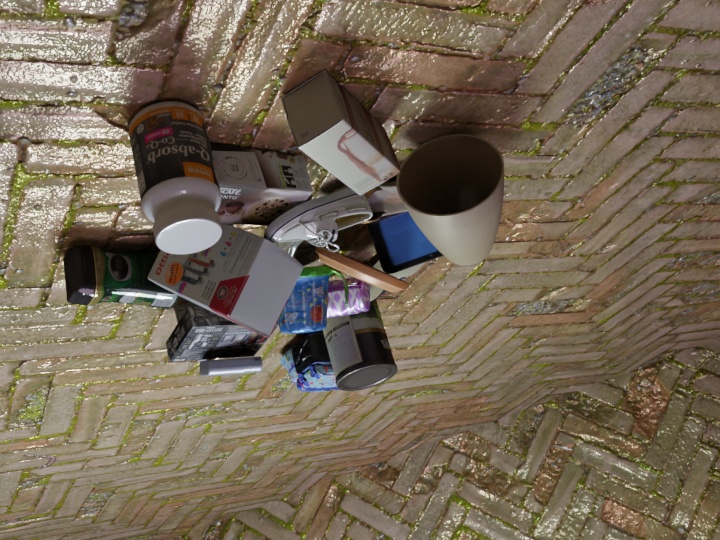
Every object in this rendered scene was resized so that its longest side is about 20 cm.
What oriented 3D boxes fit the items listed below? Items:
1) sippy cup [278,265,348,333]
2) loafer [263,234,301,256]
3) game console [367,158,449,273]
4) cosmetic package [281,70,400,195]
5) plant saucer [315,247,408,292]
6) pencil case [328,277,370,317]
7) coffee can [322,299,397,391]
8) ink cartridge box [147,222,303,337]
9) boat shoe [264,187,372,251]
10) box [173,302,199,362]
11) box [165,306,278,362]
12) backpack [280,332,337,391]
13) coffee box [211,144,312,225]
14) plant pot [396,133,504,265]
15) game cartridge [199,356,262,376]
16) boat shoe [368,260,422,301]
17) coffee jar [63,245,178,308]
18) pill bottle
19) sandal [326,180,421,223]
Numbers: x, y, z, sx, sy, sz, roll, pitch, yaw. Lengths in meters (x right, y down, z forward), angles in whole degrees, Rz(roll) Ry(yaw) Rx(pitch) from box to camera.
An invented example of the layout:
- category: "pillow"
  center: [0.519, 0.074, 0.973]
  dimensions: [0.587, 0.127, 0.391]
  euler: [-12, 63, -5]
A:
- category: "sippy cup"
  center: [-0.122, 0.060, 1.685]
  dimensions: [0.177, 0.132, 0.139]
  euler: [-4, 180, 36]
- category: "loafer"
  center: [-0.153, -0.064, 1.558]
  dimensions: [0.069, 0.076, 0.200]
  euler: [11, 139, -25]
- category: "game console"
  center: [0.108, -0.104, 1.567]
  dimensions: [0.198, 0.120, 0.173]
  euler: [-20, 154, 5]
- category: "cosmetic package"
  center: [-0.026, -0.211, 1.296]
  dimensions: [0.087, 0.104, 0.200]
  euler: [-28, 154, 19]
- category: "plant saucer"
  center: [0.000, 0.000, 1.651]
  dimensions: [0.200, 0.199, 0.033]
  euler: [21, 93, -51]
- category: "pencil case"
  center: [-0.073, 0.059, 1.782]
  dimensions: [0.198, 0.085, 0.086]
  euler: [-10, 155, 13]
- category: "coffee can"
  center: [-0.010, 0.158, 1.917]
  dimensions: [0.145, 0.201, 0.147]
  euler: [-14, 155, -7]
- category: "ink cartridge box"
  center: [-0.235, 0.002, 1.436]
  dimensions: [0.199, 0.146, 0.145]
  euler: [20, 171, 30]
- category: "boat shoe"
  center: [-0.063, -0.072, 1.410]
  dimensions: [0.201, 0.086, 0.075]
  euler: [-23, 164, -31]
- category: "box"
  center: [-0.331, 0.130, 1.830]
  dimensions: [0.116, 0.061, 0.200]
  euler: [-15, 154, -6]
- category: "box"
  center: [-0.289, 0.132, 1.732]
  dimensions: [0.199, 0.050, 0.158]
  euler: [-1, 149, -32]
- category: "backpack"
  center: [-0.104, 0.241, 2.106]
  dimensions: [0.181, 0.136, 0.200]
  euler: [5, 149, -36]
- category: "coffee box"
  center: [-0.195, -0.138, 1.360]
  dimensions: [0.199, 0.080, 0.113]
  euler: [2, 149, -35]
- category: "plant pot"
  center: [0.176, -0.104, 1.473]
  dimensions: [0.186, 0.188, 0.201]
  euler: [-19, 139, 4]
- category: "game cartridge"
  center: [-0.287, 0.211, 1.817]
  dimensions: [0.132, 0.041, 0.200]
  euler: [1, 173, -10]
- category: "boat shoe"
  center: [0.073, -0.007, 1.807]
  dimensions: [0.201, 0.074, 0.063]
  euler: [-39, 178, 24]
- category: "coffee jar"
  center: [-0.431, 0.012, 1.488]
  dimensions: [0.199, 0.105, 0.085]
  euler: [4, 151, -36]
- category: "pill bottle"
  center: [-0.264, -0.133, 1.191]
  dimensions: [0.115, 0.201, 0.117]
  euler: [-14, 155, -7]
- category: "sandal"
  center: [0.015, -0.117, 1.503]
  dimensions: [0.198, 0.054, 0.081]
  euler: [-10, 124, 0]
